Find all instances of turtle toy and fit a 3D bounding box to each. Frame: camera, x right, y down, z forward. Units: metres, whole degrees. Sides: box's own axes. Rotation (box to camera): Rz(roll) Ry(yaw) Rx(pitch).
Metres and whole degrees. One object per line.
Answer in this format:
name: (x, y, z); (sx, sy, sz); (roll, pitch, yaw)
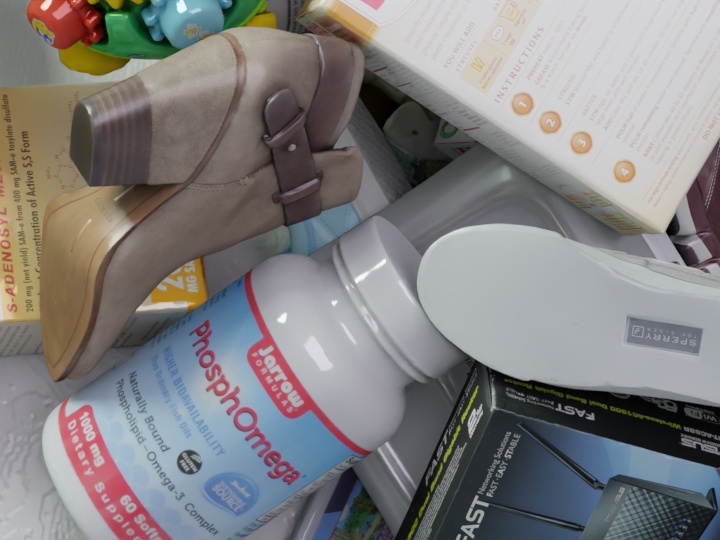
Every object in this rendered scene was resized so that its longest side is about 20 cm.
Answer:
turtle toy: (-0.127, -0.160, 1.393); (0.199, 0.101, 0.146); (1, 102, 16)

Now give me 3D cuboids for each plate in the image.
plate: (0.067, 0.048, 1.484); (0.200, 0.032, 0.200); (-33, 86, 16)

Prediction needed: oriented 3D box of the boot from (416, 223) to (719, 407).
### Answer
boot: (0.127, 0.028, 1.402); (0.199, 0.096, 0.074); (16, 89, 8)

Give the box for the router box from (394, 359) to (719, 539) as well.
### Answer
router box: (0.097, 0.145, 1.448); (0.149, 0.201, 0.062); (15, 29, -12)

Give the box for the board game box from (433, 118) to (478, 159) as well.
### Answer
board game box: (0.114, -0.129, 1.598); (0.126, 0.035, 0.201); (35, 63, -42)

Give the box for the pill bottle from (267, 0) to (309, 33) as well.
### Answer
pill bottle: (0.017, -0.189, 1.498); (0.199, 0.114, 0.114); (-12, 80, -10)

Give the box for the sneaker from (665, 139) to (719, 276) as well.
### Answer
sneaker: (0.212, -0.008, 1.531); (0.115, 0.076, 0.201); (-29, 117, -18)

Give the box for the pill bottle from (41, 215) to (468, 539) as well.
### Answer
pill bottle: (-0.050, 0.062, 1.441); (0.200, 0.109, 0.109); (-35, 88, 12)

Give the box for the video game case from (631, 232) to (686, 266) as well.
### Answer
video game case: (0.161, 0.053, 1.537); (0.018, 0.143, 0.200); (-29, 86, -21)

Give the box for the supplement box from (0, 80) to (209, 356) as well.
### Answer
supplement box: (-0.186, -0.024, 1.486); (0.199, 0.074, 0.127); (-5, 77, -18)

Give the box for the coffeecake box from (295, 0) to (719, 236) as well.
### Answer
coffeecake box: (0.094, -0.134, 1.418); (0.200, 0.073, 0.154); (33, 83, -9)

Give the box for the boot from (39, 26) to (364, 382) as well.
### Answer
boot: (-0.072, -0.031, 1.401); (0.146, 0.200, 0.070); (-11, 52, -25)

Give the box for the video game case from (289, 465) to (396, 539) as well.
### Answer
video game case: (0.037, 0.195, 1.527); (0.182, 0.023, 0.201); (29, 70, -9)

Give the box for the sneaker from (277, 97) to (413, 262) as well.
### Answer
sneaker: (0.000, 0.000, 1.553); (0.082, 0.074, 0.201); (-24, 95, 19)

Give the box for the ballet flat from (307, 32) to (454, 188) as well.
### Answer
ballet flat: (0.007, -0.108, 1.571); (0.200, 0.071, 0.069); (40, 66, -4)
